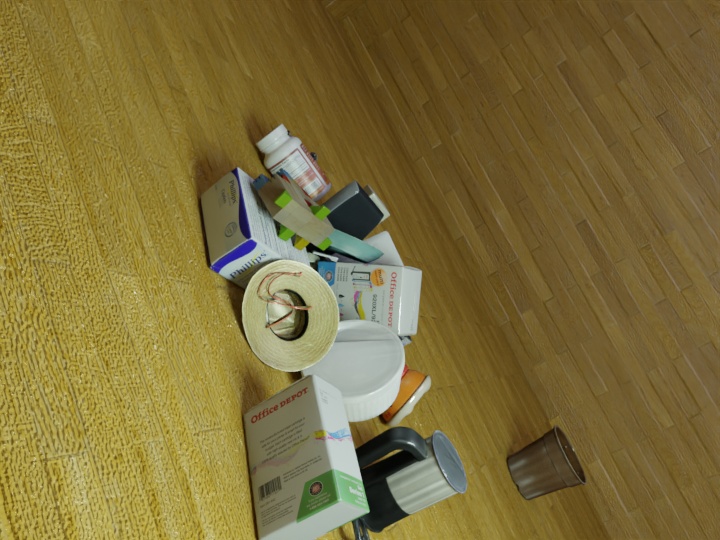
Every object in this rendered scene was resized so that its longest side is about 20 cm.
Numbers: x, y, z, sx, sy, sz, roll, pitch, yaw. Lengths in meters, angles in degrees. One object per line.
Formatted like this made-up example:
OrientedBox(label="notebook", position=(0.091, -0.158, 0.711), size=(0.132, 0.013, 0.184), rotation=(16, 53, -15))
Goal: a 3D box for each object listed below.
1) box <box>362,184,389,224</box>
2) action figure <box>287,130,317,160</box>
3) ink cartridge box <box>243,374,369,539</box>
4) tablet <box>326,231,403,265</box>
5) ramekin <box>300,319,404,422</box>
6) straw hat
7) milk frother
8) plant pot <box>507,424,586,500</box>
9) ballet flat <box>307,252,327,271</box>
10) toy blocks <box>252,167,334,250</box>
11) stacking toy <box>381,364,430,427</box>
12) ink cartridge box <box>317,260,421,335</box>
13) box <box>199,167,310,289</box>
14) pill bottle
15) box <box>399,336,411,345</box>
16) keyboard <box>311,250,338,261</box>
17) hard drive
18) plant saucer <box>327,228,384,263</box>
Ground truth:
OrientedBox(label="box", position=(-0.030, -0.117, 1.650), size=(0.082, 0.199, 0.069), rotation=(47, 9, -27))
OrientedBox(label="action figure", position=(-0.153, -0.294, 1.833), size=(0.200, 0.069, 0.131), rotation=(48, 16, -39))
OrientedBox(label="ink cartridge box", position=(-0.085, 0.280, 0.973), size=(0.084, 0.144, 0.202), rotation=(40, 25, -46))
OrientedBox(label="tablet", position=(0.000, 0.000, 1.573), size=(0.014, 0.198, 0.131), rotation=(76, -10, -75))
OrientedBox(label="ramekin", position=(-0.012, 0.194, 1.245), size=(0.204, 0.199, 0.095), rotation=(-97, -179, -51))
OrientedBox(label="straw hat", position=(-0.142, 0.082, 1.223), size=(0.202, 0.201, 0.085), rotation=(54, -24, -16))
OrientedBox(label="milk frother", position=(0.075, 0.398, 1.148), size=(0.180, 0.187, 0.201), rotation=(41, 25, -41))
OrientedBox(label="plant pot", position=(0.600, 0.641, 2.153), size=(0.201, 0.197, 0.201), rotation=(51, 19, -25))
OrientedBox(label="ballet flat", position=(-0.113, -0.005, 1.469), size=(0.200, 0.072, 0.068), rotation=(27, 31, -59))
OrientedBox(label="toy blocks", position=(-0.135, -0.135, 1.274), size=(0.200, 0.100, 0.137), rotation=(33, 20, -55))
OrientedBox(label="stacking toy", position=(0.047, 0.238, 1.487), size=(0.200, 0.147, 0.146), rotation=(41, 16, 8))
OrientedBox(label="ink cartridge box", position=(0.019, 0.059, 1.442), size=(0.144, 0.197, 0.149), rotation=(7, 87, -69))
OrientedBox(label="box", position=(-0.200, -0.060, 1.273), size=(0.200, 0.104, 0.185), rotation=(38, 26, -49))
OrientedBox(label="pill bottle", position=(-0.171, -0.261, 1.656), size=(0.201, 0.111, 0.112), rotation=(54, 18, -15))
OrientedBox(label="box", position=(0.034, 0.099, 1.633), size=(0.132, 0.114, 0.201), rotation=(45, 24, -39))
OrientedBox(label="keyboard", position=(-0.082, -0.035, 1.470), size=(0.056, 0.011, 0.200), rotation=(20, 1, -6))
OrientedBox(label="hard drive", position=(-0.049, -0.106, 1.587), size=(0.135, 0.199, 0.042), rotation=(47, 8, -29))
OrientedBox(label="plant saucer", position=(-0.045, -0.059, 1.458), size=(0.198, 0.036, 0.200), rotation=(23, -3, 1))
